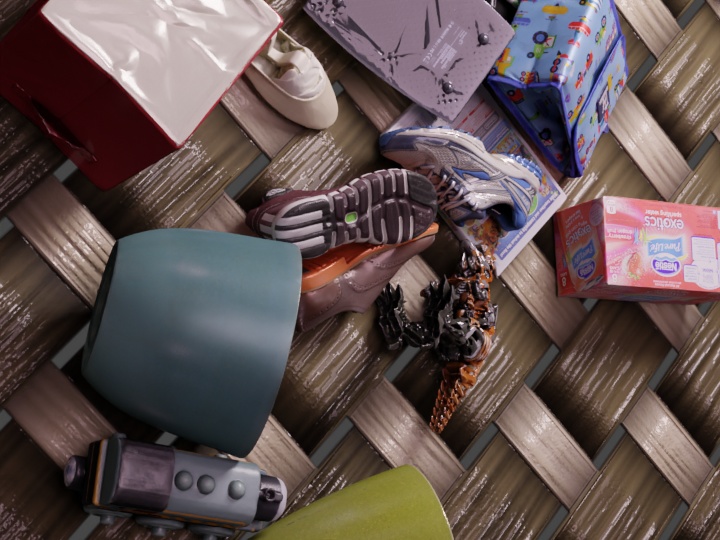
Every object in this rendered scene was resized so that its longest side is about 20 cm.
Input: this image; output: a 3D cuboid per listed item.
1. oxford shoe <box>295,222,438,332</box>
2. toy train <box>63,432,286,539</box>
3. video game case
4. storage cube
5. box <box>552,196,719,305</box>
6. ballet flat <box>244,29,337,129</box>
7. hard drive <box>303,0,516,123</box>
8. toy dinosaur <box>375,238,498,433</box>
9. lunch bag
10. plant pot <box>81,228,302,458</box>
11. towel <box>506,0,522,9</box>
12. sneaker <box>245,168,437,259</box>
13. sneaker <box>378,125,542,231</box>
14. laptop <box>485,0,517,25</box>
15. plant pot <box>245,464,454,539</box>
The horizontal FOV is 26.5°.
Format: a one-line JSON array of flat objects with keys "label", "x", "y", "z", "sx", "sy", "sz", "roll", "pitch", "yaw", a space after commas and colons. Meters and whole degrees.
[{"label": "oxford shoe", "x": 0.000, "y": 0.000, "z": 1.562, "sx": 0.199, "sy": 0.071, "sz": 0.073, "roll": -24, "pitch": 117, "yaw": -31}, {"label": "toy train", "x": -0.165, "y": 0.197, "z": 1.386, "sx": 0.199, "sy": 0.114, "sz": 0.086, "roll": 16, "pitch": 73, "yaw": -27}, {"label": "video game case", "x": 0.126, "y": -0.112, "z": 1.676, "sx": 0.200, "sy": 0.018, "sz": 0.143, "roll": 51, "pitch": 60, "yaw": -12}, {"label": "storage cube", "x": -0.210, "y": -0.208, "z": 1.400, "sx": 0.171, "sy": 0.179, "sz": 0.200, "roll": 45, "pitch": 63, "yaw": -16}, {"label": "box", "x": 0.325, "y": -0.019, "z": 1.730, "sx": 0.199, "sy": 0.095, "sz": 0.103, "roll": 3, "pitch": 79, "yaw": -30}, {"label": "ballet flat", "x": -0.089, "y": -0.217, "z": 1.540, "sx": 0.200, "sy": 0.069, "sz": 0.070, "roll": 40, "pitch": 63, "yaw": -19}, {"label": "hard drive", "x": 0.050, "y": -0.262, "z": 1.614, "sx": 0.200, "sy": 0.042, "sz": 0.135, "roll": 36, "pitch": 87, "yaw": -11}, {"label": "toy dinosaur", "x": 0.099, "y": 0.062, "z": 1.588, "sx": 0.135, "sy": 0.102, "sz": 0.201, "roll": 27, "pitch": 45, "yaw": -41}, {"label": "lunch bag", "x": 0.235, "y": -0.209, "z": 1.702, "sx": 0.151, "sy": 0.094, "sz": 0.200, "roll": -65, "pitch": 146, "yaw": -20}, {"label": "plant pot", "x": -0.159, "y": 0.052, "z": 1.377, "sx": 0.160, "sy": 0.201, "sz": 0.202, "roll": 16, "pitch": 72, "yaw": -14}, {"label": "towel", "x": 0.163, "y": -0.371, "z": 1.668, "sx": 0.200, "sy": 0.023, "sz": 0.154, "roll": 26, "pitch": 66, "yaw": -55}, {"label": "sneaker", "x": -0.027, "y": -0.066, "z": 1.523, "sx": 0.199, "sy": 0.115, "sz": 0.076, "roll": -10, "pitch": 107, "yaw": -37}, {"label": "sneaker", "x": 0.106, "y": -0.094, "z": 1.607, "sx": 0.199, "sy": 0.077, "sz": 0.086, "roll": 17, "pitch": 76, "yaw": -27}, {"label": "laptop", "x": 0.116, "y": -0.354, "z": 1.722, "sx": 0.200, "sy": 0.115, "sz": 0.189, "roll": 26, "pitch": 65, "yaw": -55}, {"label": "plant pot", "x": -0.031, "y": 0.292, "z": 1.427, "sx": 0.199, "sy": 0.187, "sz": 0.188, "roll": -9, "pitch": 85, "yaw": -18}]
